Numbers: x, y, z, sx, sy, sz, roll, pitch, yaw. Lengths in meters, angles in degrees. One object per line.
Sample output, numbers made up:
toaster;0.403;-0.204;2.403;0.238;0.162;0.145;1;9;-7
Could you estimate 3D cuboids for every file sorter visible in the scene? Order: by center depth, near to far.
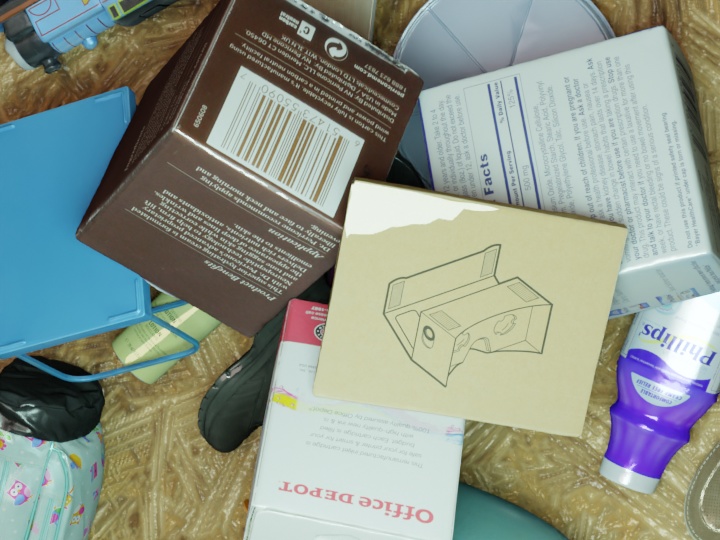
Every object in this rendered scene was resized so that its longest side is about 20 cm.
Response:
file sorter;-0.216;-0.022;1.805;0.139;0.123;0.200;-15;66;20

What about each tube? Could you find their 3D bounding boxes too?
tube;-0.124;0.011;1.844;0.200;0.052;0.058;-42;116;11

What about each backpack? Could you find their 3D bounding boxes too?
backpack;-0.283;0.186;1.846;0.127;0.167;0.200;17;102;13

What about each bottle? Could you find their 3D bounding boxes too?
bottle;0.243;0.074;1.708;0.084;0.065;0.200;24;98;16

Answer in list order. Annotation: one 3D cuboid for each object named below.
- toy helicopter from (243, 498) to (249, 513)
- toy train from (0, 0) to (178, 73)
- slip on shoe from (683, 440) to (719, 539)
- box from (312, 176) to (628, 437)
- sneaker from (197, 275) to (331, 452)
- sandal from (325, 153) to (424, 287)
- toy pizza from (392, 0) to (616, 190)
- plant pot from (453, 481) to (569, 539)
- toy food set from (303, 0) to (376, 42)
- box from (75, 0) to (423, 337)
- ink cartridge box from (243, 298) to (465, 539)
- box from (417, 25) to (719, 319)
toy helicopter;-0.035;0.215;1.718;0.132;0.079;0.200;-30;39;32
toy train;-0.239;-0.246;1.863;0.200;0.087;0.114;-27;88;17
slip on shoe;0.323;0.139;1.684;0.200;0.061;0.076;-42;78;14
box;0.077;0.029;1.574;0.200;0.021;0.164;10;105;-4
sneaker;-0.063;0.093;1.786;0.091;0.076;0.200;43;129;7
sandal;0.001;0.001;1.778;0.075;0.048;0.200;21;111;3
toy pizza;0.118;-0.142;1.768;0.200;0.032;0.200;0;89;20
plant pot;0.088;0.266;1.699;0.161;0.201;0.201;15;95;12
toy food set;-0.043;-0.181;1.816;0.143;0.060;0.200;6;89;28
box;-0.085;-0.085;1.672;0.166;0.164;0.200;30;146;-15
ink cartridge box;-0.001;0.130;1.622;0.148;0.086;0.200;12;50;-2
box;0.162;-0.061;1.660;0.200;0.105;0.184;-14;71;16
